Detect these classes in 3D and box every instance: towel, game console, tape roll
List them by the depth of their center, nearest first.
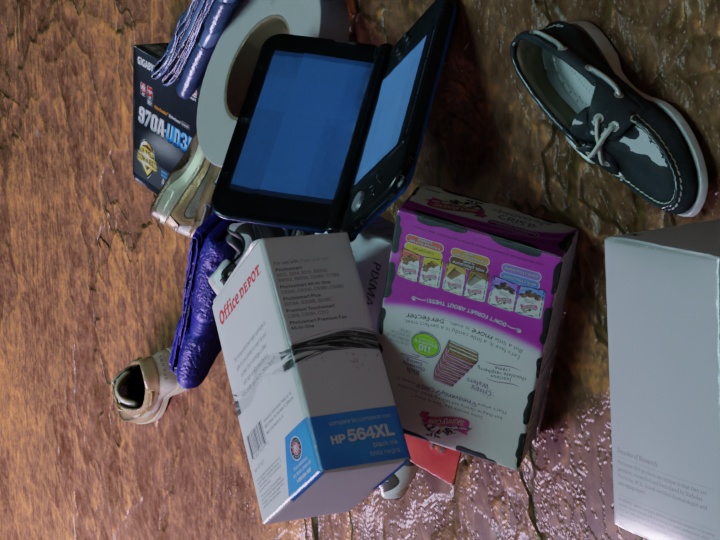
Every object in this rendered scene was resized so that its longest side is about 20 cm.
[{"bbox_3d":[-0.022,-0.137,1.506,0.171,0.118,0.200,-42,29,56],"label":"game console"},{"bbox_3d":[-0.084,-0.186,1.693,0.203,0.037,0.203,-34,45,42],"label":"tape roll"},{"bbox_3d":[-0.144,-0.265,1.804,0.048,0.112,0.200,34,144,-1],"label":"towel"},{"bbox_3d":[-0.144,0.007,1.850,0.049,0.148,0.200,23,128,7],"label":"towel"}]

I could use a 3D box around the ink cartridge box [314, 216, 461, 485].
[{"bbox_3d":[0.022,0.066,1.532,0.173,0.043,0.200,27,116,38],"label":"ink cartridge box"}]

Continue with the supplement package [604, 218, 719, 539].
[{"bbox_3d":[0.240,0.073,1.168,0.117,0.117,0.201,15,112,60],"label":"supplement package"}]

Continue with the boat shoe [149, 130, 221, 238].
[{"bbox_3d":[-0.137,-0.119,1.856,0.076,0.072,0.200,34,114,-1],"label":"boat shoe"}]

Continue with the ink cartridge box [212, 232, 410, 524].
[{"bbox_3d":[-0.045,0.087,1.466,0.146,0.084,0.200,131,129,-58],"label":"ink cartridge box"}]

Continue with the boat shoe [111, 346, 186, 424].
[{"bbox_3d":[-0.267,0.140,2.182,0.200,0.066,0.074,-45,59,57],"label":"boat shoe"}]

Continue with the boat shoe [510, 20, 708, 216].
[{"bbox_3d":[0.175,-0.107,1.296,0.200,0.060,0.076,53,141,41],"label":"boat shoe"}]

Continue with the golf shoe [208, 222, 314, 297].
[{"bbox_3d":[-0.098,0.041,1.652,0.078,0.094,0.200,109,170,-54],"label":"golf shoe"}]

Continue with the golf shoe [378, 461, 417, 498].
[{"bbox_3d":[-0.011,0.138,1.681,0.200,0.078,0.095,44,134,50],"label":"golf shoe"}]

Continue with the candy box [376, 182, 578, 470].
[{"bbox_3d":[0.087,0.045,1.433,0.136,0.061,0.200,17,120,15],"label":"candy box"}]

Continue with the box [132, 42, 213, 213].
[{"bbox_3d":[-0.194,-0.152,1.984,0.200,0.046,0.159,34,127,55],"label":"box"}]

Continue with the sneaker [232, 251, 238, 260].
[{"bbox_3d":[-0.077,-0.046,1.760,0.091,0.076,0.200,-63,-14,-81],"label":"sneaker"}]
